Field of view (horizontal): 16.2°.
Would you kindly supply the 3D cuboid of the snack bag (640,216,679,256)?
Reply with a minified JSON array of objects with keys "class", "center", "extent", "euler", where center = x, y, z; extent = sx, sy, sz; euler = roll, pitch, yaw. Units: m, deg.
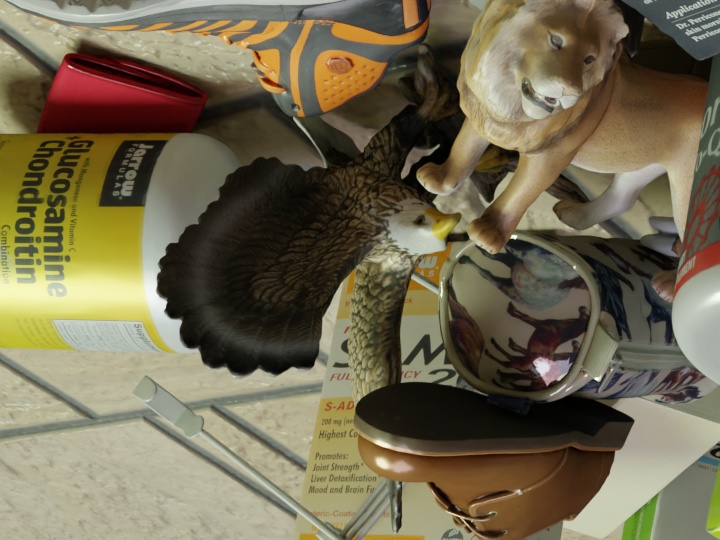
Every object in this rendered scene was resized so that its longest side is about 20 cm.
[{"class":"snack bag","center":[0.261,-0.001,1.153],"extent":[0.200,0.021,0.188],"euler":[8,180,-36]}]

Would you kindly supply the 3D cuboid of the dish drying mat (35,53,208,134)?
[{"class":"dish drying mat","center":[-0.138,-0.059,1.356],"extent":[0.077,0.018,0.200],"euler":[16,153,-9]}]

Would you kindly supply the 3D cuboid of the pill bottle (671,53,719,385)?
[{"class":"pill bottle","center":[0.192,-0.054,0.996],"extent":[0.116,0.200,0.116],"euler":[10,153,5]}]

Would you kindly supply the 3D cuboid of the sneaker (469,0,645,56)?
[{"class":"sneaker","center":[0.051,-0.143,1.031],"extent":[0.082,0.075,0.200],"euler":[-1,150,25]}]

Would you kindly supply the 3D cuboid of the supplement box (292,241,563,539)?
[{"class":"supplement box","center":[0.044,0.087,1.346],"extent":[0.126,0.200,0.074],"euler":[-3,154,28]}]

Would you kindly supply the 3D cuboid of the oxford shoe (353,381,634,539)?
[{"class":"oxford shoe","center":[0.058,0.090,1.129],"extent":[0.071,0.071,0.200],"euler":[24,-172,33]}]

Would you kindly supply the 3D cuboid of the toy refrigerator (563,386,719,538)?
[{"class":"toy refrigerator","center":[0.151,0.081,1.423],"extent":[0.070,0.076,0.200],"euler":[18,153,-8]}]

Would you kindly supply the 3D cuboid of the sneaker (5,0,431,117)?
[{"class":"sneaker","center":[-0.064,-0.114,1.143],"extent":[0.200,0.078,0.112],"euler":[5,151,18]}]

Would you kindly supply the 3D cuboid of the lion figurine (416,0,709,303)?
[{"class":"lion figurine","center":[0.105,-0.060,1.043],"extent":[0.200,0.072,0.123],"euler":[9,124,-47]}]

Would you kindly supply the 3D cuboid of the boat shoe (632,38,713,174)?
[{"class":"boat shoe","center":[0.194,-0.050,1.146],"extent":[0.200,0.074,0.066],"euler":[14,148,1]}]

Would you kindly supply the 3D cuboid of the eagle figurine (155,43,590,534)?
[{"class":"eagle figurine","center":[0.001,-0.002,1.179],"extent":[0.152,0.200,0.151],"euler":[28,164,12]}]

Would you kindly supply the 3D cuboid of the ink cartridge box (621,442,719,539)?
[{"class":"ink cartridge box","center":[0.225,0.203,1.485],"extent":[0.148,0.200,0.076],"euler":[16,154,-5]}]

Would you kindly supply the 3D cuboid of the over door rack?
[{"class":"over door rack","center":[-0.001,0.062,1.298],"extent":[0.200,0.148,0.067],"euler":[34,173,41]}]

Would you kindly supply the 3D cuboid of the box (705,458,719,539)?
[{"class":"box","center":[0.273,0.074,1.297],"extent":[0.048,0.122,0.200],"euler":[33,148,-30]}]

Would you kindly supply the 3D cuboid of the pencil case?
[{"class":"pencil case","center":[0.113,0.025,1.170],"extent":[0.089,0.078,0.200],"euler":[43,-162,24]}]

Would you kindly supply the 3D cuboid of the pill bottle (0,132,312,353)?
[{"class":"pill bottle","center":[-0.121,-0.014,1.292],"extent":[0.200,0.112,0.112],"euler":[0,151,18]}]

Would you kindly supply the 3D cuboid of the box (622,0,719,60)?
[{"class":"box","center":[0.137,-0.184,0.876],"extent":[0.182,0.104,0.200],"euler":[30,149,-32]}]
